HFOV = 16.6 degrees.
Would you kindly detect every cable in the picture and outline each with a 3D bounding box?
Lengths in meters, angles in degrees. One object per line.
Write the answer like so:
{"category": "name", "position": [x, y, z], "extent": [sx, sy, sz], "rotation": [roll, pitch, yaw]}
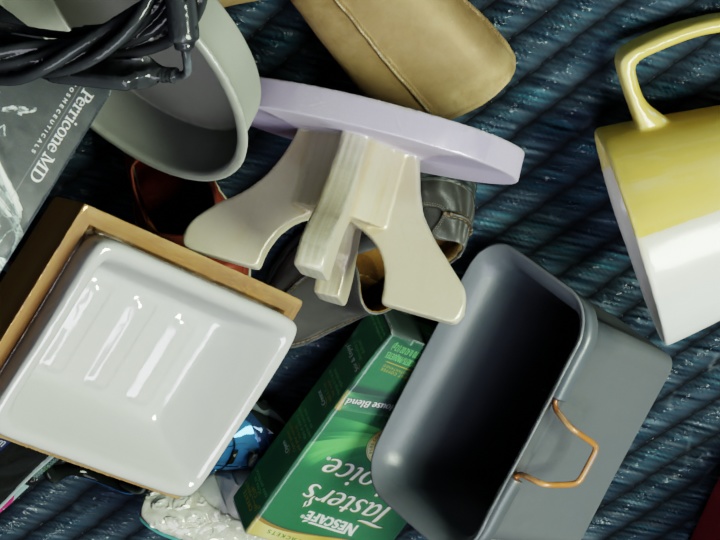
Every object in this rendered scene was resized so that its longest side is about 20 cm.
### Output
{"category": "cable", "position": [-0.179, -0.184, 1.379], "extent": [0.199, 0.051, 0.164], "rotation": [9, 114, 12]}

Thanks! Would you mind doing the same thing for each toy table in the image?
{"category": "toy table", "position": [-0.007, -0.044, 1.569], "extent": [0.199, 0.118, 0.184], "rotation": [14, 174, 17]}

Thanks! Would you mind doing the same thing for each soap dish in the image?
{"category": "soap dish", "position": [-0.152, 0.048, 1.569], "extent": [0.200, 0.081, 0.158], "rotation": [25, 101, -44]}

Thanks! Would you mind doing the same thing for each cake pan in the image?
{"category": "cake pan", "position": [-0.140, -0.139, 1.499], "extent": [0.200, 0.037, 0.201], "rotation": [31, 153, 18]}

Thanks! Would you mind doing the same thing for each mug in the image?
{"category": "mug", "position": [0.243, -0.056, 1.605], "extent": [0.152, 0.150, 0.187], "rotation": [-18, 140, 4]}

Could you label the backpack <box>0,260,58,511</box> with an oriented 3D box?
{"category": "backpack", "position": [-0.289, 0.080, 1.697], "extent": [0.177, 0.151, 0.200], "rotation": [32, 116, -22]}

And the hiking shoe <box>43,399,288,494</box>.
{"category": "hiking shoe", "position": [-0.145, 0.134, 1.806], "extent": [0.199, 0.087, 0.075], "rotation": [6, 134, -9]}

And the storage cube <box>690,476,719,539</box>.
{"category": "storage cube", "position": [0.352, 0.259, 1.887], "extent": [0.170, 0.201, 0.180], "rotation": [4, 141, -8]}

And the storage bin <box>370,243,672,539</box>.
{"category": "storage bin", "position": [0.128, 0.103, 1.719], "extent": [0.134, 0.145, 0.201], "rotation": [16, 104, -43]}

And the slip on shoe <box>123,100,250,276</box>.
{"category": "slip on shoe", "position": [-0.119, -0.035, 1.658], "extent": [0.074, 0.061, 0.201], "rotation": [-9, 136, 4]}

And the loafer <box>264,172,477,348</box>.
{"category": "loafer", "position": [0.000, 0.000, 1.691], "extent": [0.073, 0.073, 0.200], "rotation": [28, 128, -29]}

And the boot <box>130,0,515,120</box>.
{"category": "boot", "position": [-0.024, -0.153, 1.544], "extent": [0.174, 0.066, 0.200], "rotation": [-20, 137, 25]}

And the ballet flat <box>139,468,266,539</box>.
{"category": "ballet flat", "position": [-0.071, 0.178, 1.874], "extent": [0.199, 0.072, 0.072], "rotation": [15, 133, -27]}

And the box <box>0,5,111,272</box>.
{"category": "box", "position": [-0.293, -0.081, 1.474], "extent": [0.196, 0.201, 0.124], "rotation": [37, 163, -26]}

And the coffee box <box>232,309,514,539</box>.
{"category": "coffee box", "position": [0.009, 0.124, 1.795], "extent": [0.123, 0.044, 0.200], "rotation": [22, 116, -33]}
